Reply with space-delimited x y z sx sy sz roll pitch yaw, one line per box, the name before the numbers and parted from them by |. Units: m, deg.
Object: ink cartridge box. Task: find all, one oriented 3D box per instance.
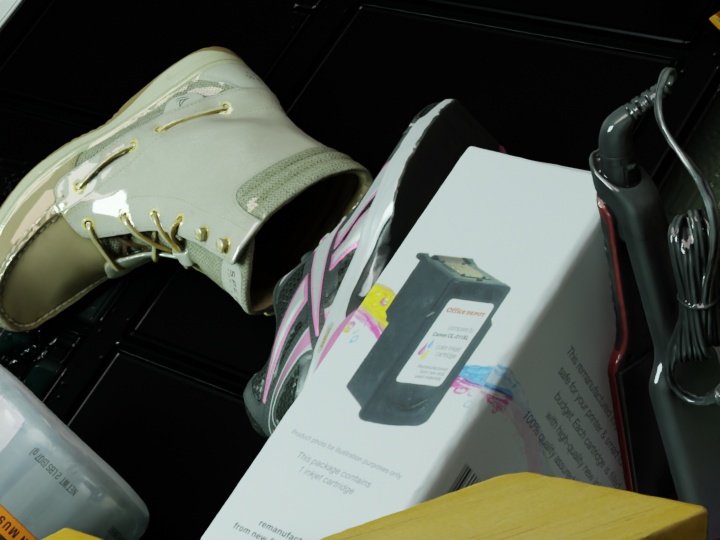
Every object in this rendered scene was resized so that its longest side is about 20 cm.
ink cartridge box | 0.051 0.074 0.744 0.083 0.146 0.200 17 64 42

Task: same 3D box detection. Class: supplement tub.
supplement tub | -0.205 0.147 0.860 0.200 0.123 0.122 -48 45 -10

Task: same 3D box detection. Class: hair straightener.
hair straightener | 0.127 0.021 0.687 0.041 0.201 0.077 -25 31 -30

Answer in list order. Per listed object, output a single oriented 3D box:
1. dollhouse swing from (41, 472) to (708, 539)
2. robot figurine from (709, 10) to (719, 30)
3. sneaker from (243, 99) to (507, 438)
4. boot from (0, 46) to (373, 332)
dollhouse swing | -0.002 0.168 0.637 0.181 0.201 0.175 -15 21 -37
robot figurine | 0.211 -0.168 0.909 0.145 0.058 0.200 -35 45 1
sneaker | 0.000 0.000 0.891 0.086 0.080 0.200 -2 47 44
boot | -0.102 -0.016 0.971 0.200 0.072 0.155 -42 47 -6
